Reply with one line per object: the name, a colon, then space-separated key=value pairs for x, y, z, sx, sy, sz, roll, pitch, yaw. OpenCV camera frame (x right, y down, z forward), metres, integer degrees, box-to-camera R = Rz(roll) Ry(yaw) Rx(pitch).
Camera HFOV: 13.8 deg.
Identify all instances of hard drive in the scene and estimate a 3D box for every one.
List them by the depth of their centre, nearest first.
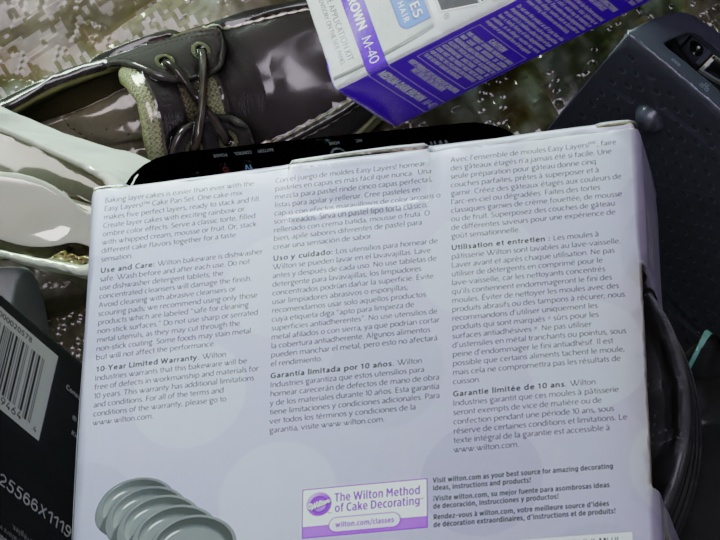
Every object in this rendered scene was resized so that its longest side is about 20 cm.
hard drive: x=0.157 y=-0.001 z=1.099 sx=0.200 sy=0.135 sz=0.042 roll=44 pitch=60 yaw=3

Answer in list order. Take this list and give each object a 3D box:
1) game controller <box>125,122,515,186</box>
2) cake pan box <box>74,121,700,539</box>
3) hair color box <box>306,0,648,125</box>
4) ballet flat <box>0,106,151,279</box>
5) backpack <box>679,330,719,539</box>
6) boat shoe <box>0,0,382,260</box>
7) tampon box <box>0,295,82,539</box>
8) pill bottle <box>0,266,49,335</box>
game controller: x=0.000 y=0.000 z=1.106 sx=0.200 sy=0.042 sz=0.105 roll=-8 pitch=83 yaw=-38
cake pan box: x=0.007 y=0.050 z=0.957 sx=0.199 sy=0.052 sz=0.185 roll=-8 pitch=62 yaw=11
hair color box: x=0.070 y=-0.148 z=1.097 sx=0.200 sy=0.065 sz=0.110 roll=-26 pitch=69 yaw=16
ballet flat: x=-0.163 y=-0.039 z=1.108 sx=0.199 sy=0.069 sz=0.070 roll=15 pitch=86 yaw=6
backpack: x=0.126 y=0.138 z=1.049 sx=0.153 sy=0.200 sz=0.176 roll=29 pitch=72 yaw=8
boat shoe: x=-0.076 y=-0.055 z=1.161 sx=0.199 sy=0.065 sz=0.073 roll=-24 pitch=83 yaw=4
tampon box: x=-0.178 y=0.113 z=1.036 sx=0.200 sy=0.150 sz=0.127 roll=-23 pitch=39 yaw=31
pill bottle: x=-0.225 y=0.044 z=1.146 sx=0.199 sy=0.113 sz=0.113 roll=-1 pitch=84 yaw=7
